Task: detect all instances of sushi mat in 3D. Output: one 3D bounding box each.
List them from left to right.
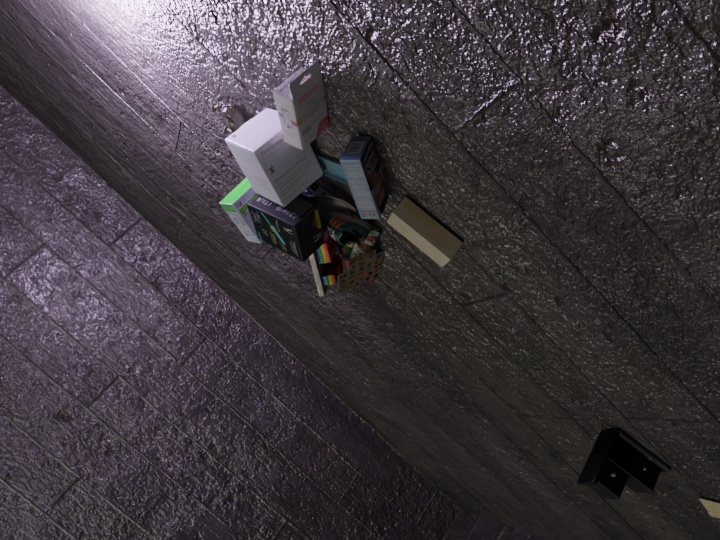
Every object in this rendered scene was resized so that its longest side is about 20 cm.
[{"bbox_3d":[1.112,0.719,1.566,0.096,0.012,0.200,49,154,-17],"label":"sushi mat"}]

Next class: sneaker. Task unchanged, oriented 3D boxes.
[{"bbox_3d":[-0.069,-0.126,1.651,0.199,0.080,0.072,13,146,27],"label":"sneaker"}]

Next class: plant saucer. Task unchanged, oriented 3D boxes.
[{"bbox_3d":[-0.055,-0.285,1.543,0.199,0.019,0.070,27,152,29],"label":"plant saucer"}]

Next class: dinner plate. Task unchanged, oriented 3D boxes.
[{"bbox_3d":[-0.100,-0.185,1.694,0.199,0.024,0.200,8,155,4],"label":"dinner plate"}]

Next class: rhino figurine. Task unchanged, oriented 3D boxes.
[{"bbox_3d":[-0.387,-0.445,1.693,0.087,0.060,0.200,13,149,26],"label":"rhino figurine"}]

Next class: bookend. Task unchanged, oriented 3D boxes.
[{"bbox_3d":[0.799,0.624,1.628,0.198,0.200,0.092,38,156,6],"label":"bookend"}]

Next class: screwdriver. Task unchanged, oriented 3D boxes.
[{"bbox_3d":[0.065,-0.159,1.564,0.200,0.028,0.029,38,-176,-4],"label":"screwdriver"}]

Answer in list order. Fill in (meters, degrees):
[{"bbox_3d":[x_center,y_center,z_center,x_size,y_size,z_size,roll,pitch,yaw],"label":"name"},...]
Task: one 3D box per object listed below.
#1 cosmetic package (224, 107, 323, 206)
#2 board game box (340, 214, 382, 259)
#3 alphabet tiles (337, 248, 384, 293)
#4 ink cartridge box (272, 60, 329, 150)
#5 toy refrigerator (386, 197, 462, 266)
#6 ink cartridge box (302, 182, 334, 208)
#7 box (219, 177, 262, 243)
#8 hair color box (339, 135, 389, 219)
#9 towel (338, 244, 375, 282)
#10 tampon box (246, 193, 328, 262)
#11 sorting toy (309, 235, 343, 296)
[{"bbox_3d":[-0.246,-0.326,1.543,0.166,0.167,0.201,29,155,41],"label":"cosmetic package"},{"bbox_3d":[0.000,-0.092,1.733,0.104,0.024,0.200,30,146,7],"label":"board game box"},{"bbox_3d":[0.000,0.000,1.776,0.008,0.166,0.200,60,163,25],"label":"alphabet tiles"},{"bbox_3d":[-0.148,-0.418,1.336,0.067,0.117,0.201,30,152,22],"label":"ink cartridge box"},{"bbox_3d":[0.175,-0.106,1.458,0.200,0.070,0.076,40,162,3],"label":"toy refrigerator"},{"bbox_3d":[-0.150,-0.241,1.725,0.200,0.039,0.100,37,154,6],"label":"ink cartridge box"},{"bbox_3d":[-0.342,-0.225,1.830,0.096,0.200,0.177,12,145,46],"label":"box"},{"bbox_3d":[0.015,-0.241,1.408,0.060,0.099,0.201,4,141,23],"label":"hair color box"},{"bbox_3d":[-0.015,-0.050,1.870,0.144,0.022,0.201,28,151,29],"label":"towel"},{"bbox_3d":[-0.218,-0.150,1.634,0.199,0.126,0.150,26,145,29],"label":"tampon box"},{"bbox_3d":[-0.113,-0.047,1.812,0.069,0.199,0.201,-9,113,10],"label":"sorting toy"}]
